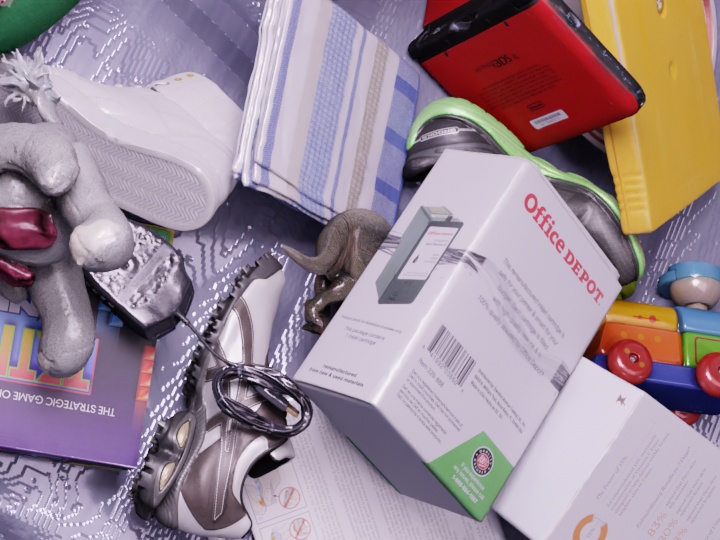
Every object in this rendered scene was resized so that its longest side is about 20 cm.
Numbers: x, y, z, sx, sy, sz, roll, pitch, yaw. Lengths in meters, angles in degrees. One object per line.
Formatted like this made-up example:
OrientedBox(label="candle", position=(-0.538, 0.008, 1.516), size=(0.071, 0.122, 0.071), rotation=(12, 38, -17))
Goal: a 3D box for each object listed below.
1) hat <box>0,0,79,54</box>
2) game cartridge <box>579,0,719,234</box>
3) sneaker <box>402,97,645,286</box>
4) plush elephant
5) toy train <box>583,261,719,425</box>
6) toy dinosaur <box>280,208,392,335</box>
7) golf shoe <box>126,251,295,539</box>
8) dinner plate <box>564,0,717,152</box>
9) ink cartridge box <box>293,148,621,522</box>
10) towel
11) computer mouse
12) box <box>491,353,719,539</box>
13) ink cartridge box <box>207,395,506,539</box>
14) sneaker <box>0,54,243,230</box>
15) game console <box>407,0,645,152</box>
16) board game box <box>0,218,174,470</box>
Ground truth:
OrientedBox(label="hat", position=(-0.226, -0.147, 1.247), size=(0.199, 0.166, 0.177), rotation=(-3, 68, -6))
OrientedBox(label="game cartridge", position=(0.214, -0.144, 1.437), size=(0.176, 0.032, 0.201), rotation=(-30, 113, -57))
OrientedBox(label="sneaker", position=(0.115, -0.042, 1.433), size=(0.199, 0.077, 0.084), rotation=(33, 71, 2))
OrientedBox(label="plush elephant", position=(-0.243, -0.041, 1.195), size=(0.154, 0.165, 0.201), rotation=(-10, 69, -25))
OrientedBox(label="toy train", position=(0.183, 0.041, 1.460), size=(0.199, 0.085, 0.116), rotation=(9, 65, -13))
OrientedBox(label="toy dinosaur", position=(0.000, 0.000, 1.356), size=(0.200, 0.077, 0.103), rotation=(28, 77, -42))
OrientedBox(label="golf shoe", position=(-0.079, 0.088, 1.333), size=(0.094, 0.078, 0.201), rotation=(23, 73, -2))
OrientedBox(label="dinner plate", position=(0.199, -0.184, 1.491), size=(0.199, 0.024, 0.202), rotation=(-2, 93, -41))
OrientedBox(label="ink cartridge box", position=(0.070, 0.041, 1.318), size=(0.200, 0.084, 0.146), rotation=(-56, 130, -19))
OrientedBox(label="towel", position=(-0.020, -0.103, 1.360), size=(0.200, 0.024, 0.148), rotation=(27, 71, -58))
OrientedBox(label="computer mouse", position=(-0.112, 0.039, 1.290), size=(0.200, 0.034, 0.059), rotation=(44, 66, -2))
OrientedBox(label="box", position=(0.194, 0.162, 1.387), size=(0.200, 0.097, 0.125), rotation=(36, 88, -36))
OrientedBox(label="ink cartridge box", position=(-0.013, 0.158, 1.392), size=(0.199, 0.050, 0.163), rotation=(-19, 92, -5))
OrientedBox(label="sneaker", position=(-0.167, -0.102, 1.336), size=(0.199, 0.074, 0.116), rotation=(27, 32, 7))
OrientedBox(label="game console", position=(0.125, -0.191, 1.390), size=(0.172, 0.200, 0.119), rotation=(45, 71, -11))
OrientedBox(label="board game box", position=(-0.234, 0.036, 1.302), size=(0.199, 0.057, 0.166), rotation=(11, 79, -20))
